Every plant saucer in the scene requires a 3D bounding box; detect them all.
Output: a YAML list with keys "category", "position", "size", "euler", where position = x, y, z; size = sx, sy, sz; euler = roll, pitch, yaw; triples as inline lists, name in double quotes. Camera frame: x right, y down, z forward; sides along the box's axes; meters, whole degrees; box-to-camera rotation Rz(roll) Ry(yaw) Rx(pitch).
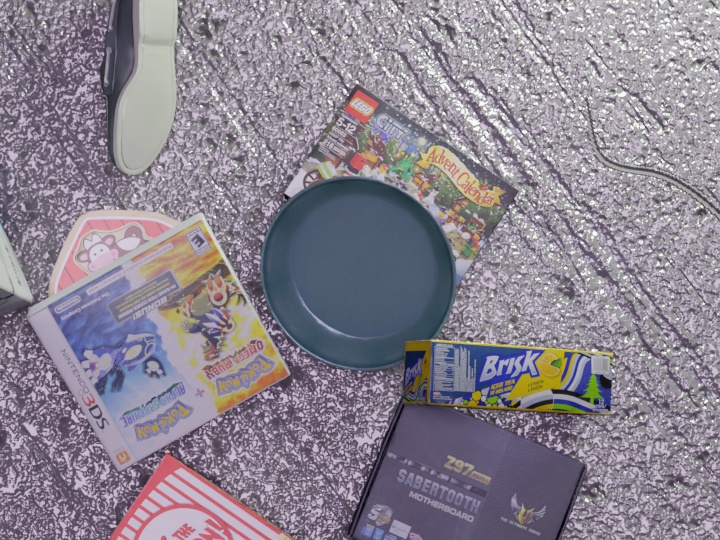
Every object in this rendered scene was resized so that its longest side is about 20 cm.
- category: "plant saucer"
  position: [0.000, 0.000, 1.737]
  size: [0.199, 0.036, 0.201]
  euler: [3, 106, 12]

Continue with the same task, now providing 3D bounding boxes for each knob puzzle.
- category: "knob puzzle"
  position: [-0.228, 0.026, 1.758]
  size: [0.218, 0.030, 0.221]
  euler: [0, 85, -1]

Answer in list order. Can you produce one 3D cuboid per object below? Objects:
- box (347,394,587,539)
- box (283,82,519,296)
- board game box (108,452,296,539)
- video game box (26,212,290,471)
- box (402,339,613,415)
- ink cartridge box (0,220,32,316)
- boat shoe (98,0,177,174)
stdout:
- category: "box"
  position: [0.106, 0.229, 1.739]
  size: [0.199, 0.051, 0.158]
  euler: [23, 83, 0]
- category: "box"
  position: [0.041, -0.078, 1.772]
  size: [0.200, 0.038, 0.137]
  euler: [33, 85, 1]
- category: "board game box"
  position: [-0.152, 0.298, 1.726]
  size: [0.200, 0.046, 0.152]
  euler: [33, 84, 2]
- category: "video game box"
  position: [-0.198, 0.072, 1.719]
  size: [0.199, 0.047, 0.183]
  euler: [-30, 104, -1]
- category: "box"
  position: [0.146, 0.106, 1.714]
  size: [0.199, 0.070, 0.065]
  euler: [6, 84, -21]
- category: "ink cartridge box"
  position: [-0.392, -0.027, 1.672]
  size: [0.083, 0.200, 0.146]
  euler: [-22, 86, -4]
- category: "boat shoe"
  position: [-0.231, -0.198, 1.775]
  size: [0.062, 0.073, 0.201]
  euler: [8, 91, 42]
